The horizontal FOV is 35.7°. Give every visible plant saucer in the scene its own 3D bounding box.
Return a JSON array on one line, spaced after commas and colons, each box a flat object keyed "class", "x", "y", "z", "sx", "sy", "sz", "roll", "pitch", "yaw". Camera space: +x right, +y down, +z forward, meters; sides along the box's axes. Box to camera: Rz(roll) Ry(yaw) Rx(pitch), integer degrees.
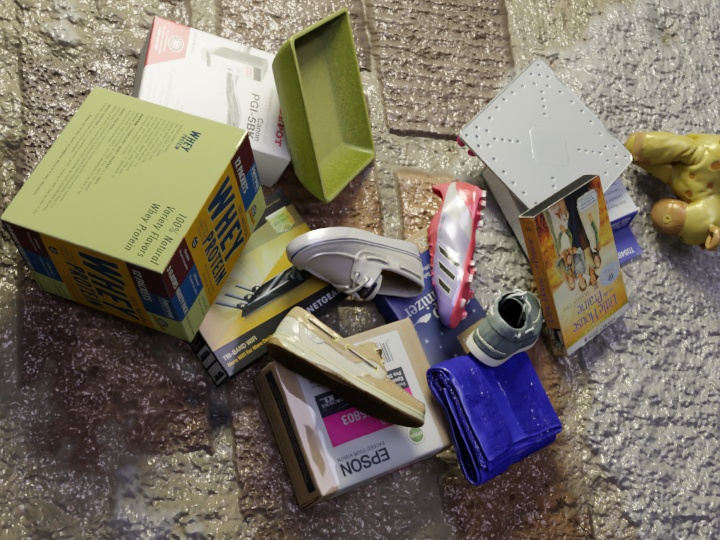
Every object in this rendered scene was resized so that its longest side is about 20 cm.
[{"class": "plant saucer", "x": -0.049, "y": -0.206, "z": 1.387, "sx": 0.200, "sy": 0.047, "sz": 0.202, "roll": -50, "pitch": 132, "yaw": -61}]

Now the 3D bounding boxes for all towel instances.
[{"class": "towel", "x": 0.170, "y": 0.165, "z": 1.367, "sx": 0.199, "sy": 0.049, "sz": 0.149, "roll": -12, "pitch": 79, "yaw": -54}]

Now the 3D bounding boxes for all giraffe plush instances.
[{"class": "giraffe plush", "x": 0.478, "y": -0.113, "z": 1.610, "sx": 0.172, "sy": 0.198, "sz": 0.164, "roll": -11, "pitch": 106, "yaw": -55}]

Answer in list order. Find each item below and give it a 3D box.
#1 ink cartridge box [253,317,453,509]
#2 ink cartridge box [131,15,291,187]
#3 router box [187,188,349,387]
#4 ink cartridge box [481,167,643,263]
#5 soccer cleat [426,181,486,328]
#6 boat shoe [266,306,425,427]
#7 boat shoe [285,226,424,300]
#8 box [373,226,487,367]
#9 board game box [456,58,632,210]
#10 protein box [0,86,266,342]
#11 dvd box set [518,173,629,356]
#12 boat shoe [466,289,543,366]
[{"class": "ink cartridge box", "x": -0.004, "y": 0.165, "z": 1.320, "sx": 0.198, "sy": 0.075, "sz": 0.166, "roll": -17, "pitch": 76, "yaw": -30}, {"class": "ink cartridge box", "x": -0.179, "y": -0.207, "z": 1.383, "sx": 0.198, "sy": 0.083, "sz": 0.149, "roll": 14, "pitch": 65, "yaw": -19}, {"class": "router box", "x": -0.131, "y": 0.018, "z": 1.333, "sx": 0.199, "sy": 0.052, "sz": 0.158, "roll": -34, "pitch": 86, "yaw": -31}, {"class": "ink cartridge box", "x": 0.295, "y": -0.087, "z": 1.574, "sx": 0.198, "sy": 0.041, "sz": 0.202, "roll": -23, "pitch": 80, "yaw": -30}, {"class": "soccer cleat", "x": 0.113, "y": -0.021, "z": 1.427, "sx": 0.075, "sy": 0.067, "sz": 0.202, "roll": 7, "pitch": 67, "yaw": 12}, {"class": "boat shoe", "x": -0.006, "y": 0.108, "z": 1.254, "sx": 0.199, "sy": 0.074, "sz": 0.067, "roll": 31, "pitch": 66, "yaw": -10}, {"class": "boat shoe", "x": 0.000, "y": 0.000, "z": 1.334, "sx": 0.199, "sy": 0.071, "sz": 0.070, "roll": 10, "pitch": 53, "yaw": -43}, {"class": "box", "x": 0.095, "y": 0.055, "z": 1.433, "sx": 0.121, "sy": 0.032, "sz": 0.201, "roll": -31, "pitch": 85, "yaw": -31}, {"class": "board game box", "x": 0.256, "y": -0.167, "z": 1.550, "sx": 0.200, "sy": 0.026, "sz": 0.200, "roll": 46, "pitch": 60, "yaw": 0}, {"class": "protein box", "x": -0.239, "y": -0.063, "z": 1.223, "sx": 0.198, "sy": 0.136, "sz": 0.200, "roll": 17, "pitch": 59, "yaw": 17}, {"class": "dvd box set", "x": 0.287, "y": -0.008, "z": 1.490, "sx": 0.146, "sy": 0.029, "sz": 0.202, "roll": -30, "pitch": 112, "yaw": -34}, {"class": "boat shoe", "x": 0.198, "y": 0.060, "z": 1.417, "sx": 0.073, "sy": 0.062, "sz": 0.200, "roll": 40, "pitch": 29, "yaw": 12}]
